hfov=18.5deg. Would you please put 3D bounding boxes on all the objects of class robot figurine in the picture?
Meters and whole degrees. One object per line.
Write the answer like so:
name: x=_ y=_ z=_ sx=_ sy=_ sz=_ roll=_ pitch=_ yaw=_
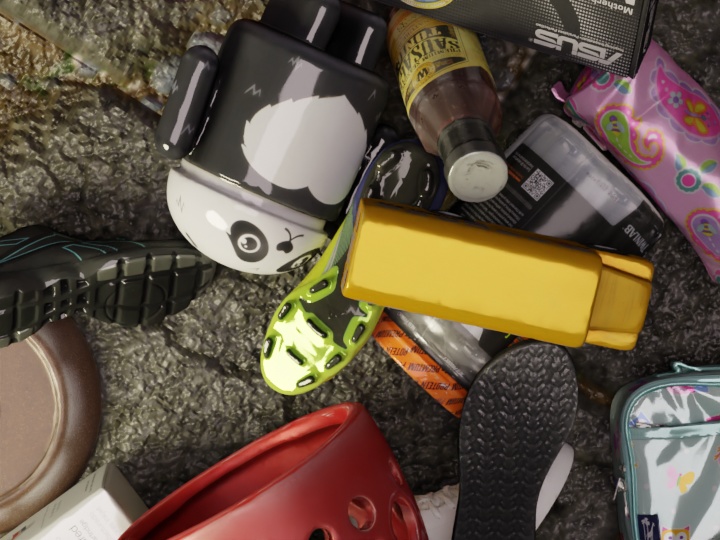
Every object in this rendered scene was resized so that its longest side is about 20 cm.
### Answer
robot figurine: x=-0.054 y=-0.096 z=1.522 sx=0.150 sy=0.125 sz=0.200 roll=24 pitch=95 yaw=4

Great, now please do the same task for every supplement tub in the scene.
supplement tub: x=0.104 y=-0.001 z=1.540 sx=0.123 sy=0.123 sz=0.200 roll=44 pitch=93 yaw=-5

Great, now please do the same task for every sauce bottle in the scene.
sauce bottle: x=0.062 y=-0.119 z=1.488 sx=0.066 sy=0.200 sz=0.066 roll=-6 pitch=125 yaw=-8

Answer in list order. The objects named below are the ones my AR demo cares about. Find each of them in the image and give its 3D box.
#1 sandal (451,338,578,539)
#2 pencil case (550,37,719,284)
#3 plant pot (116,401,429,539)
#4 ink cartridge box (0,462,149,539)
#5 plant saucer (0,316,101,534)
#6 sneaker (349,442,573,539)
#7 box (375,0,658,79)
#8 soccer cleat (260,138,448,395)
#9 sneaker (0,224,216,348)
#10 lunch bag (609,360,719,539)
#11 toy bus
sandal: x=0.098 y=0.129 z=1.518 sx=0.075 sy=0.048 sz=0.201 roll=11 pitch=115 yaw=-2
pencil case: x=0.227 y=-0.079 z=1.557 sx=0.087 sy=0.087 sz=0.200 roll=-43 pitch=95 yaw=2
plant pot: x=-0.042 y=0.213 z=1.469 sx=0.200 sy=0.200 sz=0.183 roll=-28 pitch=97 yaw=1
ink cartridge box: x=-0.217 y=0.257 z=1.569 sx=0.200 sy=0.083 sz=0.145 roll=-36 pitch=99 yaw=3
plant saucer: x=-0.287 y=0.097 z=1.582 sx=0.200 sy=0.032 sz=0.201 roll=0 pitch=95 yaw=-3
sneaker: x=0.053 y=0.174 z=1.580 sx=0.116 sy=0.074 sz=0.200 roll=40 pitch=94 yaw=-8
box: x=0.104 y=-0.225 z=1.451 sx=0.200 sy=0.044 sz=0.160 roll=19 pitch=138 yaw=12
soccer cleat: x=0.001 y=0.000 z=1.518 sx=0.065 sy=0.084 sz=0.200 roll=33 pitch=99 yaw=9
sneaker: x=-0.201 y=-0.004 z=1.551 sx=0.200 sy=0.079 sz=0.075 roll=-8 pitch=137 yaw=-21
lunch bag: x=0.276 y=0.140 z=1.582 sx=0.200 sy=0.077 sz=0.161 roll=-6 pitch=96 yaw=-1
toy bus: x=0.091 y=0.004 z=1.439 sx=0.200 sy=0.078 sz=0.065 roll=12 pitch=96 yaw=-4
